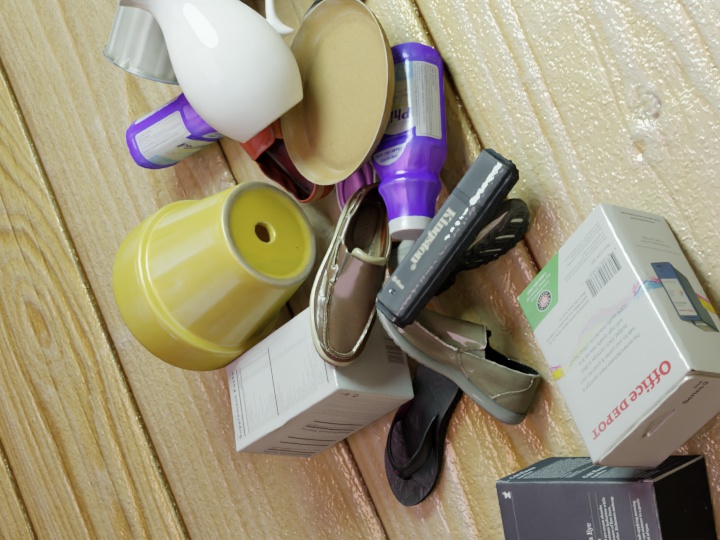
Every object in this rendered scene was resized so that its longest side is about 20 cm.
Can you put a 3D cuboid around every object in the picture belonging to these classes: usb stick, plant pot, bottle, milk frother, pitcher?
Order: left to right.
[{"bbox_3d":[-0.193,-0.186,1.662,0.200,0.083,0.065,-24,85,35],"label":"bottle"},{"bbox_3d":[-0.166,-0.300,1.560,0.200,0.180,0.188,40,120,37],"label":"milk frother"},{"bbox_3d":[-0.155,-0.007,1.585,0.189,0.200,0.201,-34,75,44],"label":"plant pot"},{"bbox_3d":[-0.132,-0.255,1.465,0.171,0.121,0.200,-36,97,3],"label":"pitcher"},{"bbox_3d":[-0.022,-0.189,1.458,0.200,0.027,0.201,-5,83,53],"label":"plant pot"},{"bbox_3d":[0.049,-0.133,1.436,0.083,0.065,0.201,-15,72,46],"label":"bottle"},{"bbox_3d":[0.086,-0.033,1.375,0.200,0.033,0.055,-54,48,8],"label":"usb stick"}]

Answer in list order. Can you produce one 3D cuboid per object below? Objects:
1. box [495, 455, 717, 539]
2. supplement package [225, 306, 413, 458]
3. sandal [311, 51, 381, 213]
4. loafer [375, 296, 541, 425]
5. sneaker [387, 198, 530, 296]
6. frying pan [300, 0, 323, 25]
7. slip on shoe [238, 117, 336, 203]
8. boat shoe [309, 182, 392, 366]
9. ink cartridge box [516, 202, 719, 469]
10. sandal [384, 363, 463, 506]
[{"bbox_3d":[0.247,0.288,1.340,0.182,0.104,0.201,-7,93,42],"label":"box"},{"bbox_3d":[-0.050,0.126,1.562,0.200,0.109,0.114,-35,55,43],"label":"supplement package"},{"bbox_3d":[-0.017,-0.143,1.524,0.082,0.050,0.203,-6,104,41],"label":"sandal"},{"bbox_3d":[0.105,0.076,1.433,0.200,0.075,0.070,37,108,-2],"label":"loafer"},{"bbox_3d":[0.093,-0.032,1.445,0.200,0.074,0.080,-31,72,42],"label":"sneaker"},{"bbox_3d":[-0.009,-0.273,1.525,0.190,0.031,0.115,-41,73,42],"label":"frying pan"},{"bbox_3d":[-0.108,-0.154,1.562,0.200,0.061,0.074,46,121,-5],"label":"slip on shoe"},{"bbox_3d":[-0.006,-0.002,1.455,0.075,0.075,0.203,134,147,-67],"label":"boat shoe"},{"bbox_3d":[0.247,0.062,1.268,0.145,0.087,0.200,-53,41,36],"label":"ink cartridge box"},{"bbox_3d":[0.060,0.174,1.530,0.075,0.048,0.201,31,118,35],"label":"sandal"}]
